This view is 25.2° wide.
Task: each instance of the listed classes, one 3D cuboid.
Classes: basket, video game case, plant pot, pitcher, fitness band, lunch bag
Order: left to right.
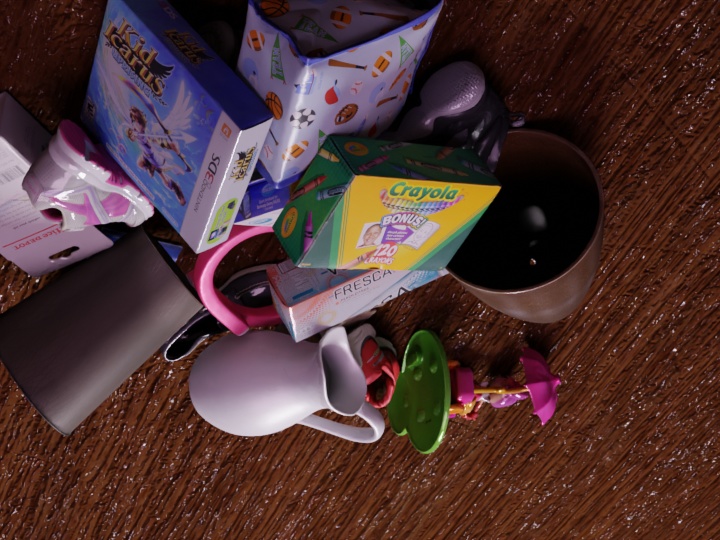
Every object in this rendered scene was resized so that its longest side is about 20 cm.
[{"bbox_3d":[-0.282,0.054,1.749,0.200,0.180,0.136,-38,129,-2],"label":"basket"},{"bbox_3d":[-0.181,-0.146,1.534,0.045,0.200,0.181,-28,157,-37],"label":"video game case"},{"bbox_3d":[-0.106,0.002,1.766,0.143,0.037,0.200,-33,146,5],"label":"fitness band"},{"bbox_3d":[-0.082,0.143,1.845,0.200,0.121,0.172,-8,129,33],"label":"pitcher"},{"bbox_3d":[-0.019,-0.196,1.518,0.200,0.124,0.170,-23,151,-31],"label":"lunch bag"},{"bbox_3d":[0.183,-0.022,1.733,0.186,0.187,0.200,-12,152,12],"label":"plant pot"}]

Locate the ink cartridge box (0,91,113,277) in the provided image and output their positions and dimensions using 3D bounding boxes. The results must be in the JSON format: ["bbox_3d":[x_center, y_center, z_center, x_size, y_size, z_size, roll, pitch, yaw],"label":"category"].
[{"bbox_3d":[-0.357,-0.085,1.690,0.116,0.068,0.200,-20,137,20],"label":"ink cartridge box"}]

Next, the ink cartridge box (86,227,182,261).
[{"bbox_3d":[-0.283,0.033,1.867,0.099,0.039,0.200,13,138,-18],"label":"ink cartridge box"}]

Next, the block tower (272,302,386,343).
[{"bbox_3d":[-0.043,0.059,1.887,0.058,0.054,0.200,-9,155,-47],"label":"block tower"}]

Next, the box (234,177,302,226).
[{"bbox_3d":[-0.038,-0.070,1.651,0.200,0.042,0.119,-1,173,-33],"label":"box"}]

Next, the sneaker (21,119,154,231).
[{"bbox_3d":[-0.281,-0.082,1.629,0.088,0.081,0.200,-39,157,5],"label":"sneaker"}]

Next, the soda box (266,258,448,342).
[{"bbox_3d":[0.000,0.000,1.763,0.200,0.064,0.068,-24,144,-11],"label":"soda box"}]

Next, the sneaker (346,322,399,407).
[{"bbox_3d":[0.010,0.127,1.928,0.077,0.085,0.200,-29,163,6],"label":"sneaker"}]

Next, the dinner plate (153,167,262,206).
[{"bbox_3d":[-0.126,-0.089,1.683,0.200,0.024,0.200,-11,159,-4],"label":"dinner plate"}]

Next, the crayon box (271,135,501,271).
[{"bbox_3d":[0.027,-0.062,1.556,0.200,0.058,0.119,1,133,-42],"label":"crayon box"}]

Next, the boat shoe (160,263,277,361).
[{"bbox_3d":[-0.150,0.054,1.879,0.200,0.063,0.073,-21,135,20],"label":"boat shoe"}]

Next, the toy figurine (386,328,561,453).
[{"bbox_3d":[0.151,0.153,1.992,0.184,0.151,0.200,1,164,-20],"label":"toy figurine"}]

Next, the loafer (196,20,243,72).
[{"bbox_3d":[-0.139,-0.175,1.595,0.069,0.075,0.200,-1,152,-20],"label":"loafer"}]

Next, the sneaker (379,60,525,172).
[{"bbox_3d":[0.074,-0.129,1.652,0.200,0.076,0.114,-31,134,33],"label":"sneaker"}]
